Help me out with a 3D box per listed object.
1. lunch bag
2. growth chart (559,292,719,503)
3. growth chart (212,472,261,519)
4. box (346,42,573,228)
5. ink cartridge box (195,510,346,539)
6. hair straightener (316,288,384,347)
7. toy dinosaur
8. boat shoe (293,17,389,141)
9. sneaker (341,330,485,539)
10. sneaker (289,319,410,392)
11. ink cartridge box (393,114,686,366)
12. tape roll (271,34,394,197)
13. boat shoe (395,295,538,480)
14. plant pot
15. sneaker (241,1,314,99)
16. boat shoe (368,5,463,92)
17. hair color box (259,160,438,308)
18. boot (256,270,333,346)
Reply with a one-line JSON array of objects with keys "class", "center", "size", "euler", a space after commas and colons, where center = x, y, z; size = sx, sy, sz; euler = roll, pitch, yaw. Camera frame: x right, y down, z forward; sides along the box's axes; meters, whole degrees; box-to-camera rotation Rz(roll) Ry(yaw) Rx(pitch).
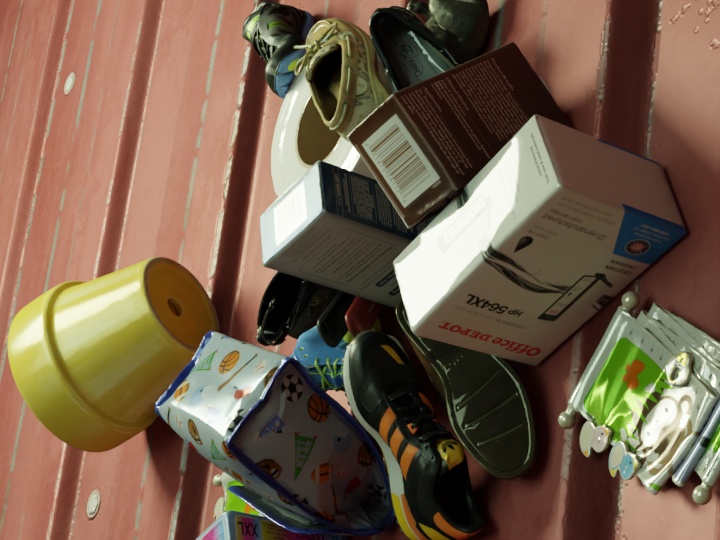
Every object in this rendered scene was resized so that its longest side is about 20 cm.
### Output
[{"class": "lunch bag", "center": [-0.072, 0.168, 1.603], "size": [0.124, 0.200, 0.170], "euler": [-53, 31, -12]}, {"class": "growth chart", "center": [0.234, 0.101, 1.321], "size": [0.200, 0.018, 0.145], "euler": [31, 101, 58]}, {"class": "growth chart", "center": [-0.122, 0.289, 1.787], "size": [0.145, 0.018, 0.201], "euler": [-37, 45, 44]}, {"class": "box", "center": [0.089, -0.121, 1.484], "size": [0.075, 0.200, 0.100], "euler": [-39, 83, 43]}, {"class": "ink cartridge box", "center": [-0.075, 0.335, 1.577], "size": [0.076, 0.136, 0.201], "euler": [-47, 39, 41]}, {"class": "hair straightener", "center": [0.000, 0.000, 1.656], "size": [0.077, 0.041, 0.200], "euler": [-13, 36, 35]}, {"class": "toy dinosaur", "center": [0.084, -0.235, 1.692], "size": [0.200, 0.102, 0.077], "euler": [-59, -12, -1]}, {"class": "boat shoe", "center": [-0.023, -0.198, 1.705], "size": [0.073, 0.063, 0.200], "euler": [-57, 34, 24]}, {"class": "sneaker", "center": [0.055, 0.143, 1.477], "size": [0.090, 0.070, 0.201], "euler": [-10, 102, 54]}, {"class": "sneaker", "center": [-0.007, 0.101, 1.621], "size": [0.105, 0.076, 0.200], "euler": [-28, 25, -5]}, {"class": "ink cartridge box", "center": [0.145, -0.019, 1.411], "size": [0.200, 0.146, 0.085], "euler": [-47, 42, 35]}, {"class": "tape roll", "center": [-0.012, -0.148, 1.791], "size": [0.202, 0.071, 0.203], "euler": [-33, 48, 46]}, {"class": "boat shoe", "center": [0.103, 0.100, 1.495], "size": [0.072, 0.068, 0.200], "euler": [-29, 62, 4]}, {"class": "plant pot", "center": [-0.275, 0.082, 1.977], "size": [0.189, 0.201, 0.201], "euler": [-33, 47, 26]}, {"class": "sneaker", "center": [-0.097, -0.253, 1.921], "size": [0.200, 0.082, 0.071], "euler": [-94, 28, -62]}, {"class": "boat shoe", "center": [0.070, -0.174, 1.611], "size": [0.074, 0.066, 0.200], "euler": [-32, 72, 13]}, {"class": "hair color box", "center": [0.017, -0.025, 1.559], "size": [0.100, 0.200, 0.061], "euler": [-39, 45, 40]}, {"class": "boot", "center": [-0.067, 0.023, 1.685], "size": [0.174, 0.069, 0.200], "euler": [-60, -10, -55]}]
